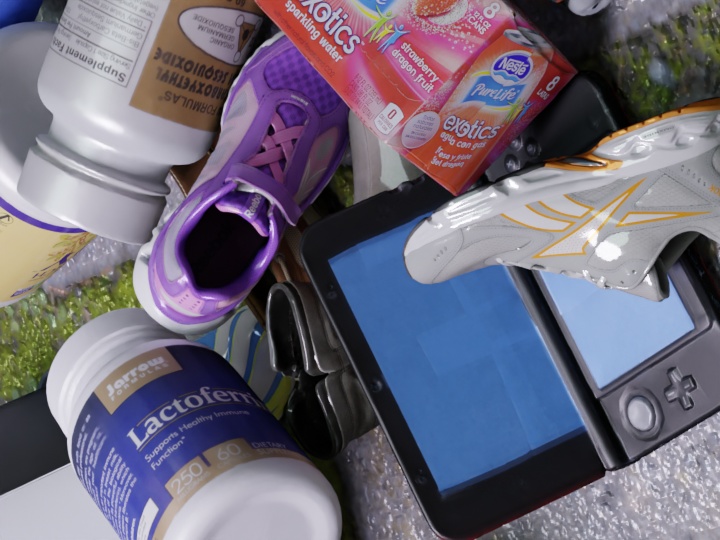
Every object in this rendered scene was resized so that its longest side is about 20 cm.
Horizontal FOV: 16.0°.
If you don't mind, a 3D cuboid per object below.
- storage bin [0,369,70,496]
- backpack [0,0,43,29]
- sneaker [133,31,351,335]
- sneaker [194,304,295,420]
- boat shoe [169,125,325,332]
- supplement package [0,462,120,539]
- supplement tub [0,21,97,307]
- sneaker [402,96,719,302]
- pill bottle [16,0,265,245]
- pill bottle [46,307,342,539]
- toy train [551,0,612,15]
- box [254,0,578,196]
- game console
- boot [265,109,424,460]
[{"bbox_3d":[-0.248,0.173,1.803,0.145,0.134,0.201,42,129,30],"label":"storage bin"},{"bbox_3d":[-0.285,-0.255,1.689,0.200,0.162,0.168,43,113,32],"label":"backpack"},{"bbox_3d":[-0.059,-0.052,1.500,0.080,0.201,0.088,30,175,-7],"label":"sneaker"},{"bbox_3d":[-0.120,0.096,1.662,0.076,0.105,0.200,56,136,18],"label":"sneaker"},{"bbox_3d":[-0.070,-0.027,1.586,0.200,0.074,0.076,47,142,27],"label":"boat shoe"},{"bbox_3d":[-0.152,0.208,1.617,0.199,0.111,0.156,-25,48,11],"label":"supplement package"},{"bbox_3d":[-0.242,-0.061,1.714,0.200,0.145,0.146,-36,75,47],"label":"supplement tub"},{"bbox_3d":[0.118,-0.018,1.350,0.199,0.076,0.092,-21,90,22],"label":"sneaker"},{"bbox_3d":[-0.131,-0.124,1.553,0.114,0.114,0.201,29,100,38],"label":"pill bottle"},{"bbox_3d":[-0.104,0.112,1.505,0.200,0.115,0.116,45,132,47],"label":"pill bottle"},{"bbox_3d":[0.066,-0.216,1.367,0.085,0.114,0.200,-45,68,-3],"label":"toy train"},{"bbox_3d":[0.013,-0.148,1.407,0.100,0.095,0.200,-46,58,8],"label":"box"},{"bbox_3d":[0.089,0.020,1.404,0.172,0.118,0.201,-38,75,46],"label":"game console"},{"bbox_3d":[0.000,0.000,1.483,0.068,0.130,0.201,-7,97,48],"label":"boot"}]
